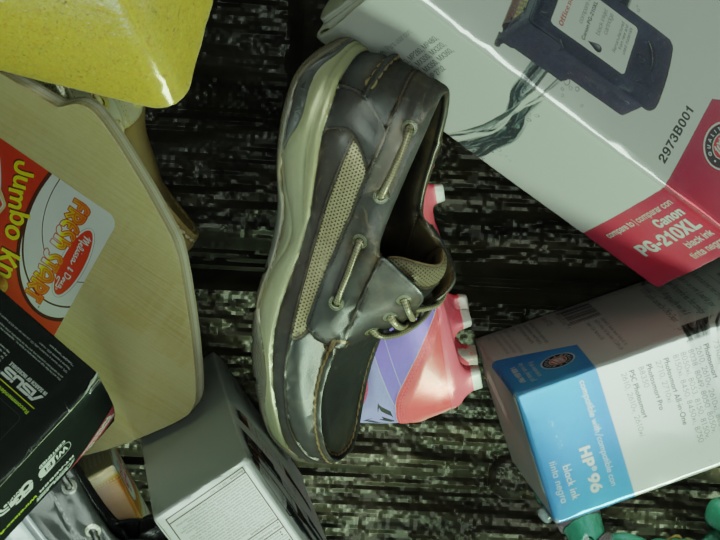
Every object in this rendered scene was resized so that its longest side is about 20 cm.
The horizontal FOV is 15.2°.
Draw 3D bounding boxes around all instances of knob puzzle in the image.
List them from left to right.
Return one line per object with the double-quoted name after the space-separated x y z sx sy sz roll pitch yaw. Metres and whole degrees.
-0.152 0.000 1.202 0.218 0.030 0.221 8 116 18 "knob puzzle"

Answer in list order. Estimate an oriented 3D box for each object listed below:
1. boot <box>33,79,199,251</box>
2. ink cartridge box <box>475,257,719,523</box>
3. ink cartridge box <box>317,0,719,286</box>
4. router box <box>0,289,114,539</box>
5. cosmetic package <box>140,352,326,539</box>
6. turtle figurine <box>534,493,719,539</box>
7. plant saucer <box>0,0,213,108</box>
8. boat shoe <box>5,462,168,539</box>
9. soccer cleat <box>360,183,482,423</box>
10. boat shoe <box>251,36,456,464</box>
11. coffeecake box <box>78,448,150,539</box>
-0.089 -0.116 1.217 0.155 0.073 0.201 -32 100 -2 "boot"
0.164 0.041 1.253 0.199 0.116 0.068 -19 103 -3 "ink cartridge box"
0.103 -0.114 1.207 0.200 0.084 0.145 36 65 -12 "ink cartridge box"
-0.224 0.048 1.131 0.200 0.062 0.150 40 75 15 "router box"
-0.054 0.101 1.193 0.050 0.200 0.083 -32 103 0 "cosmetic package"
0.139 0.156 1.285 0.150 0.101 0.200 39 99 -12 "turtle figurine"
-0.147 -0.188 1.148 0.199 0.048 0.201 14 76 4 "plant saucer"
-0.108 0.126 1.190 0.066 0.070 0.200 -38 95 1 "boat shoe"
0.003 -0.024 1.249 0.076 0.067 0.201 -13 105 0 "soccer cleat"
0.000 0.000 1.185 0.073 0.074 0.201 15 119 19 "boat shoe"
-0.140 0.202 1.265 0.153 0.073 0.201 -26 103 -3 "coffeecake box"
